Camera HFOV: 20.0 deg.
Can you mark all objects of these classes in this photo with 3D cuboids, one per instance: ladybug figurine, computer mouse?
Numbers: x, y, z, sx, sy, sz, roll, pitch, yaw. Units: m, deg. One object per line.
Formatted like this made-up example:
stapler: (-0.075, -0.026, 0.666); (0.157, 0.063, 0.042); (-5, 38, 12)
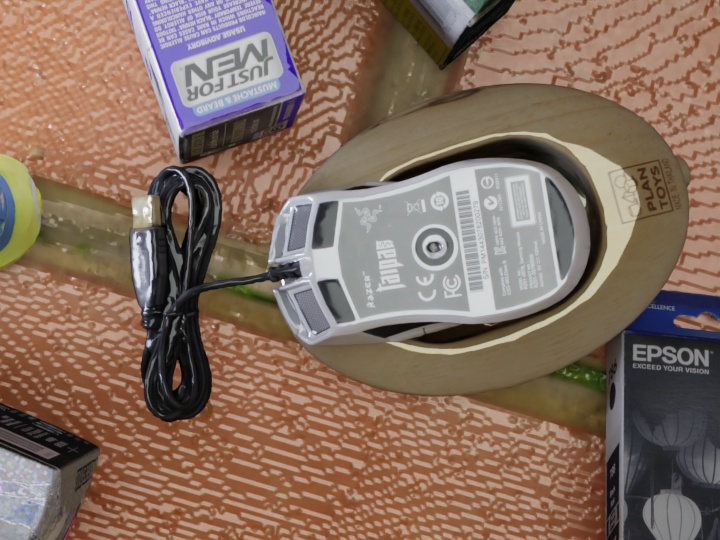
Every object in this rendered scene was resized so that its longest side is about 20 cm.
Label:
ladybug figurine: (0.057, -0.014, 0.944); (0.199, 0.072, 0.136); (-15, 87, -3)
computer mouse: (0.000, 0.000, 0.885); (0.199, 0.044, 0.110); (-7, 82, 2)

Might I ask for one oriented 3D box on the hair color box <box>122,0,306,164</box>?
hair color box: (-0.087, -0.156, 0.926); (0.065, 0.109, 0.201); (-18, 88, -6)

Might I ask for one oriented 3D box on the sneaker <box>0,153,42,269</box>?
sneaker: (-0.244, -0.017, 0.910); (0.199, 0.105, 0.076); (-16, 88, -5)

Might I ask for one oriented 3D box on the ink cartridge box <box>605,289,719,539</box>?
ink cartridge box: (0.161, 0.091, 0.923); (0.099, 0.039, 0.201); (5, 61, -4)

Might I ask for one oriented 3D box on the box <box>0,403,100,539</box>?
box: (-0.194, 0.107, 0.858); (0.132, 0.200, 0.115); (23, 87, -2)

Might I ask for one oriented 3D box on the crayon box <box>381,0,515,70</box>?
crayon box: (-0.005, -0.190, 0.924); (0.051, 0.127, 0.200); (-42, 90, -5)
